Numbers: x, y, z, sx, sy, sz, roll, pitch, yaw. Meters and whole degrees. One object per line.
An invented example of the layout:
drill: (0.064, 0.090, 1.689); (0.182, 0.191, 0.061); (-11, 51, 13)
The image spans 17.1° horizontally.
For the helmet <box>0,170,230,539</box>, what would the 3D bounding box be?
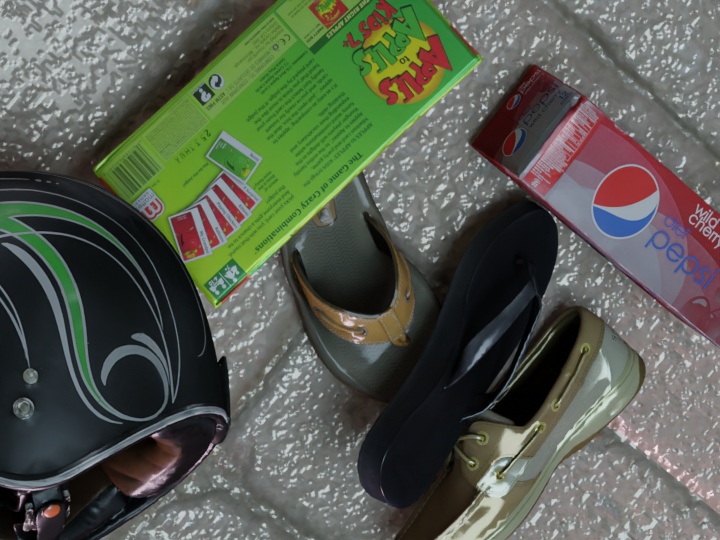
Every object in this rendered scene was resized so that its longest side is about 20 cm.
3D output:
helmet: (-0.181, 0.042, 1.256); (0.199, 0.200, 0.191); (-32, 74, -10)

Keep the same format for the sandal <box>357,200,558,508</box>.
sandal: (0.069, 0.054, 1.415); (0.201, 0.043, 0.076); (-61, 142, -13)

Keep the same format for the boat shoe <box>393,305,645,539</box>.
boat shoe: (0.084, 0.103, 1.460); (0.200, 0.074, 0.066); (-47, 117, -11)

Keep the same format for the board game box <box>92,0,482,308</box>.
board game box: (-0.040, -0.085, 1.323); (0.200, 0.048, 0.102); (-43, 93, -2)

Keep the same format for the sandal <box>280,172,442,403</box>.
sandal: (0.000, 0.000, 1.390); (0.081, 0.055, 0.201); (-27, 118, -10)

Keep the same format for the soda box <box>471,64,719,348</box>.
soda box: (0.162, -0.036, 1.434); (0.200, 0.070, 0.064); (38, 92, -30)
